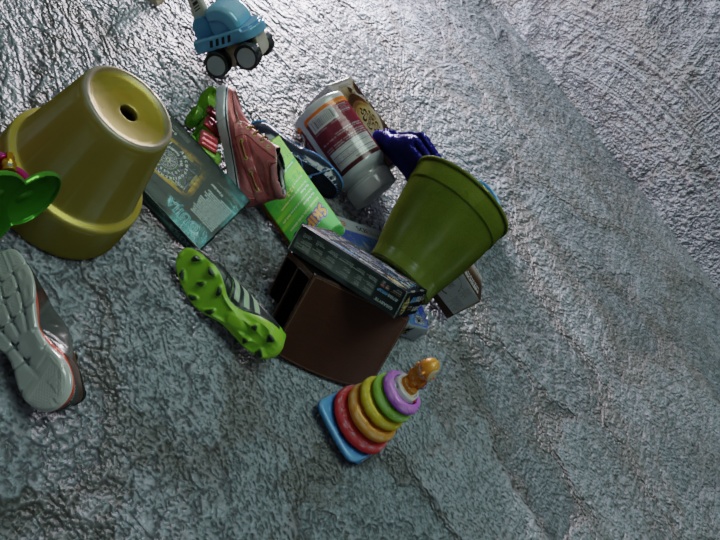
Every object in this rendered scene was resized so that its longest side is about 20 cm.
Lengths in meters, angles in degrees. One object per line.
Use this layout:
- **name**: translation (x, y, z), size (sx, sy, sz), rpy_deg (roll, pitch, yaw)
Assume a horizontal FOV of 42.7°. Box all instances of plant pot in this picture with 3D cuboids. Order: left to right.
- **plant pot**: translation (-0.342, -0.148, 1.172), size (0.199, 0.188, 0.203), rpy_deg (34, 36, -29)
- **plant pot**: translation (0.118, -0.055, 1.574), size (0.200, 0.200, 0.194), rpy_deg (44, 75, -13)

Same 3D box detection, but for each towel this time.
- **towel**: translation (0.108, -0.205, 1.714), size (0.148, 0.050, 0.200), rpy_deg (46, -5, -22)

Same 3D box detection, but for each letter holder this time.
- **letter holder**: translation (-0.048, 0.083, 1.436), size (0.198, 0.144, 0.100), rpy_deg (25, 8, -34)

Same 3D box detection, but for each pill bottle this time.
- **pill bottle**: translation (-0.026, -0.226, 1.743), size (0.202, 0.114, 0.114), rpy_deg (55, 31, 4)

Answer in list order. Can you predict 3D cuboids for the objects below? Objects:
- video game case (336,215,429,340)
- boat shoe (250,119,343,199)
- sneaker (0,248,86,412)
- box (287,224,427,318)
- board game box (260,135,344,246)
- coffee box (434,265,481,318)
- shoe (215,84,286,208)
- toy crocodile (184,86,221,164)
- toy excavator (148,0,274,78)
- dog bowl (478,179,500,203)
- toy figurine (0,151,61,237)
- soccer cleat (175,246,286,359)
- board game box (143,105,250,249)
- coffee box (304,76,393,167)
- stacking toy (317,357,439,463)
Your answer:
- **video game case**: translation (0.027, 0.014, 1.641), size (0.179, 0.045, 0.203), rpy_deg (16, 47, -44)
- **boat shoe**: translation (-0.125, -0.179, 1.618), size (0.197, 0.085, 0.069), rpy_deg (29, 43, -7)
- **sneaker**: translation (-0.371, 0.073, 1.049), size (0.203, 0.076, 0.082), rpy_deg (64, 6, 16)
- **box**: translation (0.000, 0.000, 1.431), size (0.198, 0.047, 0.159), rpy_deg (32, 8, 12)
- **board game box**: translation (-0.118, -0.119, 1.549), size (0.095, 0.030, 0.201), rpy_deg (-35, 85, -19)
- **coffee box**: translation (0.151, -0.027, 1.766), size (0.202, 0.079, 0.115), rpy_deg (56, 21, -15)
- **shoe**: translation (-0.174, -0.204, 1.481), size (0.071, 0.089, 0.205), rpy_deg (10, 71, -81)
- **toy crocodile**: translation (-0.249, -0.218, 1.487), size (0.067, 0.061, 0.202), rpy_deg (34, 36, -27)
- **toy excavator**: translation (-0.271, -0.454, 1.644), size (0.100, 0.190, 0.203), rpy_deg (-62, 138, -56)
- **dog bowl**: translation (0.261, -0.151, 2.114), size (0.113, 0.049, 0.199), rpy_deg (57, 32, 7)
- **toy figurine**: translation (-0.469, -0.126, 1.033), size (0.184, 0.151, 0.199), rpy_deg (47, 42, 10)
- **soccer cleat**: translation (-0.185, 0.046, 1.314), size (0.200, 0.067, 0.081), rpy_deg (46, 11, -2)
- **board game box**: translation (-0.273, -0.136, 1.369), size (0.200, 0.028, 0.136), rpy_deg (48, 50, -8)
- **coffee box**: translation (-0.007, -0.280, 1.854), size (0.201, 0.079, 0.113), rpy_deg (53, 31, -1)
- **stacking toy**: translation (0.045, 0.185, 1.342), size (0.111, 0.199, 0.115), rpy_deg (57, 31, 10)
